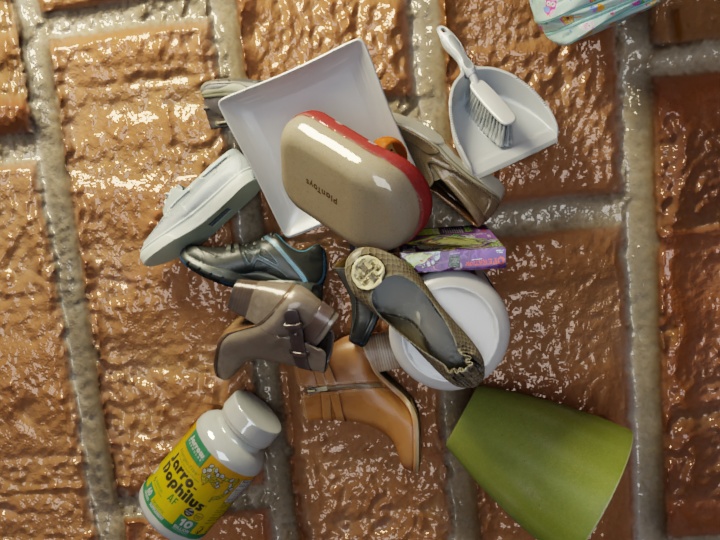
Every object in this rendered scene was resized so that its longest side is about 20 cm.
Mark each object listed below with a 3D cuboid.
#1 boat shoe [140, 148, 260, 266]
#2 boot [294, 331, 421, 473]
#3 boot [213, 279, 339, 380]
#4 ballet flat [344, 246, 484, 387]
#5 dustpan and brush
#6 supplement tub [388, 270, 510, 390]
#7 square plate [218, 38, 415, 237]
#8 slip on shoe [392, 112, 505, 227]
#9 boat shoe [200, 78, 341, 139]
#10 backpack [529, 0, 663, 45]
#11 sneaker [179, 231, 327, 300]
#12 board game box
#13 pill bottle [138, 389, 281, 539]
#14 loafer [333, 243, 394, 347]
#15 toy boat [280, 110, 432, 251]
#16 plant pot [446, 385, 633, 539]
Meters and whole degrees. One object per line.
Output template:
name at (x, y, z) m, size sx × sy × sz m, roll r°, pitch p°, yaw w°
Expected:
boat shoe at (-0.222, -0.085, 1.023) m, size 0.200 × 0.070 × 0.072 m, roll -38°, pitch 76°, yaw 9°
boot at (-0.002, 0.189, 1.041) m, size 0.154 × 0.077 × 0.202 m, roll -14°, pitch 95°, yaw 3°
boot at (-0.110, 0.098, 1.006) m, size 0.145 × 0.070 × 0.201 m, roll 22°, pitch 131°, yaw 4°
ballet flat at (0.060, 0.053, 0.829) m, size 0.067 × 0.046 × 0.200 m, roll -43°, pitch 93°, yaw 8°
dustpan and brush at (0.150, -0.228, 0.970) m, size 0.139 × 0.057 × 0.201 m, roll -25°, pitch 64°, yaw -16°
supplement tub at (0.106, 0.055, 0.953) m, size 0.139 × 0.200 × 0.142 m, roll 1°, pitch 99°, yaw 3°
square plate at (-0.047, -0.161, 0.958) m, size 0.196 × 0.029 × 0.201 m, roll -19°, pitch 114°, yaw 14°
slip on shoe at (0.092, -0.130, 0.987) m, size 0.199 × 0.076 × 0.061 m, roll 34°, pitch 78°, yaw -9°
boat shoe at (-0.108, -0.211, 0.994) m, size 0.198 × 0.075 × 0.074 m, roll 4°, pitch 109°, yaw 11°
backpack at (0.294, -0.359, 0.904) m, size 0.198 × 0.167 × 0.127 m, roll -23°, pitch 102°, yaw 13°
sneaker at (-0.142, -0.013, 1.031) m, size 0.198 × 0.073 × 0.083 m, roll 13°, pitch 83°, yaw -5°
board game box at (0.107, -0.029, 0.940) m, size 0.119 × 0.200 × 0.033 m, roll -7°, pitch 100°, yaw 5°
pill bottle at (-0.201, 0.265, 1.047) m, size 0.113 × 0.113 × 0.200 m, roll 41°, pitch 99°, yaw -4°
loafer at (0.000, 0.000, 0.986) m, size 0.071 × 0.073 × 0.202 m, roll 9°, pitch 104°, yaw -3°
toy boat at (0.007, -0.115, 0.898) m, size 0.199 × 0.130 × 0.131 m, roll 35°, pitch 142°, yaw 28°
plant pot at (0.220, 0.241, 1.004) m, size 0.199 × 0.187 × 0.188 m, roll 29°, pitch 100°, yaw 13°
